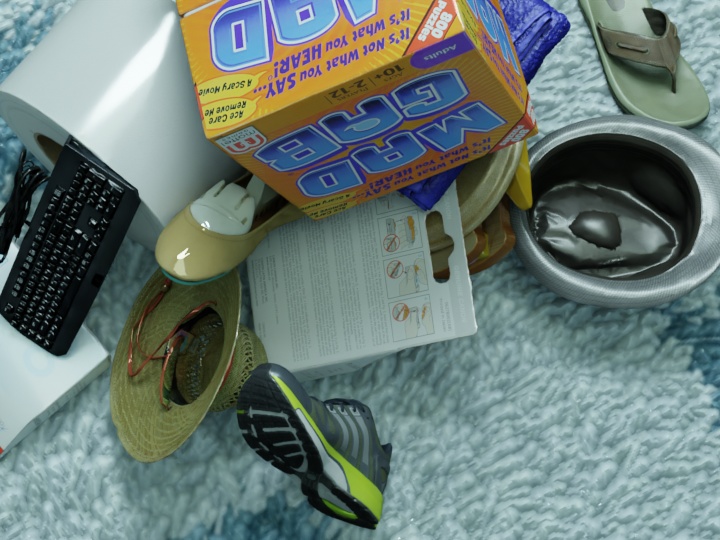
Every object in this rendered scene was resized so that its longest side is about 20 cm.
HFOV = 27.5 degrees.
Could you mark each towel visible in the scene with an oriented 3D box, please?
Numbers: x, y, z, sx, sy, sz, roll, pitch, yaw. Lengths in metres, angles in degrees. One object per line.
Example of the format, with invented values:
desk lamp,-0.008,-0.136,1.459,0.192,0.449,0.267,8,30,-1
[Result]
towel,0.060,-0.169,1.214,0.147,0.050,0.200,39,92,17

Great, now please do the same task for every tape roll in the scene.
tape roll,-0.188,-0.128,1.232,0.202,0.203,0.140,37,75,5

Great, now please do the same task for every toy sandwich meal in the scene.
toy sandwich meal,0.081,-0.091,1.289,0.070,0.204,0.207,25,69,-42

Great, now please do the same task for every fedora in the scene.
fedora,0.225,-0.043,1.301,0.198,0.090,0.179,0,73,6

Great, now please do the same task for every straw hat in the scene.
straw hat,-0.123,0.076,1.223,0.085,0.200,0.203,24,72,-33

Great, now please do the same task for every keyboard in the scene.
keyboard,-0.251,-0.015,1.163,0.104,0.201,0.040,36,37,6

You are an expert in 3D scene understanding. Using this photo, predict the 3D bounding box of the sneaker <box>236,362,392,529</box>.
sneaker,-0.034,0.131,1.206,0.073,0.200,0.081,0,53,31

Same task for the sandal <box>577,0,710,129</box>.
sandal,0.257,-0.218,1.367,0.079,0.057,0.202,-25,79,-11

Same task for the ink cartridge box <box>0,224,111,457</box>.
ink cartridge box,-0.337,0.079,1.244,0.200,0.047,0.160,-40,83,-16

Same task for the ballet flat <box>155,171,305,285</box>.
ballet flat,-0.098,-0.052,1.174,0.068,0.063,0.200,30,31,12

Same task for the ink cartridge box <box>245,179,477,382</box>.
ink cartridge box,0.000,0.000,1.256,0.198,0.050,0.163,-12,75,16

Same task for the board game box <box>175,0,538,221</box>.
board game box,-0.006,-0.188,1.111,0.198,0.200,0.202,-21,68,15
